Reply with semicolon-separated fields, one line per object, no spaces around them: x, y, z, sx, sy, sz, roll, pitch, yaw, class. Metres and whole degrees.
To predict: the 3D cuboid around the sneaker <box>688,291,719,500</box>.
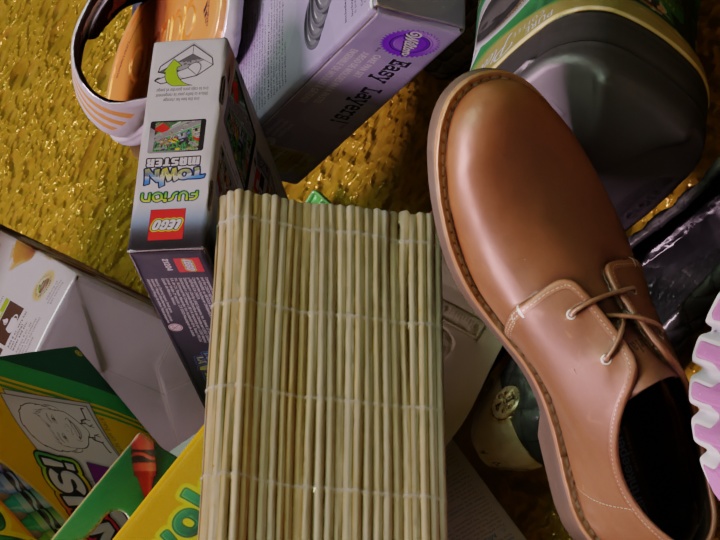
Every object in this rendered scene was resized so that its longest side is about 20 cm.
0.182;-0.002;0.861;0.080;0.088;0.201;18;93;61;sneaker

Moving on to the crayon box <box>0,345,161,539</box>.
-0.126;0.127;1.032;0.200;0.172;0.058;48;112;18;crayon box

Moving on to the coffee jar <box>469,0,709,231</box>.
0.095;-0.101;1.009;0.104;0.085;0.200;-43;23;36;coffee jar

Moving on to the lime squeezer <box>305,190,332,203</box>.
0.000;0.000;1.129;0.200;0.070;0.038;-81;6;-79;lime squeezer

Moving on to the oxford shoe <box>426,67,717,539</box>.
0.087;0.016;0.899;0.071;0.200;0.071;-28;11;-20;oxford shoe

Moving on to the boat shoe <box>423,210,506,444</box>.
0.022;0.036;1.028;0.202;0.074;0.063;-52;-8;-19;boat shoe

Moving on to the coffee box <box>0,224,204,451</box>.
-0.161;0.034;1.277;0.200;0.114;0.080;23;87;56;coffee box

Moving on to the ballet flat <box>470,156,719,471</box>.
0.109;0.009;0.971;0.200;0.057;0.067;-45;44;26;ballet flat

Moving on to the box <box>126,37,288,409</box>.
-0.059;-0.003;1.101;0.035;0.200;0.110;-2;57;11;box

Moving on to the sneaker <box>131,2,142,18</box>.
-0.055;-0.194;1.312;0.202;0.077;0.146;-44;25;42;sneaker

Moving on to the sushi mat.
-0.014;0.052;0.949;0.012;0.095;0.200;104;169;-51;sushi mat

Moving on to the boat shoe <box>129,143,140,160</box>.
-0.038;-0.110;1.253;0.200;0.066;0.074;-33;51;31;boat shoe

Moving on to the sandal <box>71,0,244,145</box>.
-0.111;-0.119;1.200;0.207;0.059;0.079;155;122;-67;sandal

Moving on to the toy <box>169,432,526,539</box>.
0.005;0.123;1.030;0.115;0.047;0.200;-34;51;-3;toy

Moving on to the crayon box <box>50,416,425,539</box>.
-0.036;0.142;0.918;0.127;0.200;0.051;-53;-16;-34;crayon box

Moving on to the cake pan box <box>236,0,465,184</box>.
-0.012;-0.164;1.119;0.184;0.052;0.201;-38;46;55;cake pan box

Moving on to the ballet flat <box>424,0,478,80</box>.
0.073;-0.187;1.172;0.067;0.046;0.200;29;91;58;ballet flat
